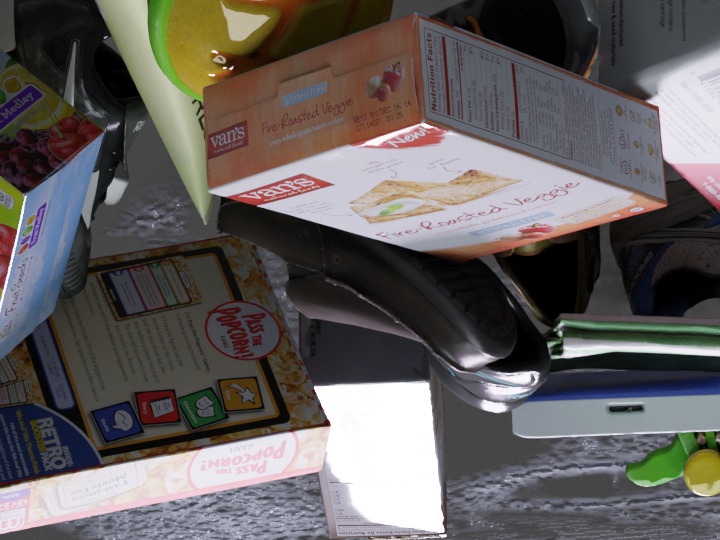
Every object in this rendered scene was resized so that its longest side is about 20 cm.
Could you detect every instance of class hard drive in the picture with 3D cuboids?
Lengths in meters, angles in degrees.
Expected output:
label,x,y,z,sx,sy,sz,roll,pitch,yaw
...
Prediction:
label,x,y,z,sx,sy,sz,roll,pitch,yaw
hard drive,0.165,0.079,1.551,0.132,0.025,0.200,-3,-179,7

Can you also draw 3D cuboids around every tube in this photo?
label,x,y,z,sx,sy,sz,roll,pitch,yaw
tube,-0.098,-0.115,1.331,0.058,0.052,0.200,-36,142,-13

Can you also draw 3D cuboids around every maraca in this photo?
label,x,y,z,sx,sy,sz,roll,pitch,yaw
maraca,-0.049,-0.148,1.225,0.137,0.107,0.200,-41,151,-4

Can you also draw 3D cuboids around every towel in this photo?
label,x,y,z,sx,sy,sz,roll,pitch,yaw
towel,0.177,0.046,1.465,0.152,0.023,0.200,1,174,-1

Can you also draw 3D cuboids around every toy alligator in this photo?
label,x,y,z,sx,sy,sz,roll,pitch,yaw
toy alligator,0.275,0.114,1.675,0.199,0.059,0.054,-1,107,5

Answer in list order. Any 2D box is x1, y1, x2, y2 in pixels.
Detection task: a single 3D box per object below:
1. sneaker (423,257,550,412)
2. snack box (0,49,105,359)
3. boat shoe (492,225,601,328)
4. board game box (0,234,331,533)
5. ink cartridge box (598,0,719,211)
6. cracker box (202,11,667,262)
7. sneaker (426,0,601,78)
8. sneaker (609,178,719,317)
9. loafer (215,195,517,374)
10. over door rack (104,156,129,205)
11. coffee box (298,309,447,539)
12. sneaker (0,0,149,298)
label,x,y,z,sx,sy,sz,roll,pitch,yaw
sneaker,0.035,-0.005,1.423,0.200,0.075,0.079,43,167,-4
snack box,-0.239,-0.066,1.315,0.200,0.068,0.169,39,144,12
boat shoe,0.101,-0.039,1.430,0.072,0.068,0.200,-10,145,18
board game box,-0.135,0.061,1.437,0.199,0.152,0.046,-9,141,-18
ink cartridge box,0.241,-0.117,1.289,0.200,0.084,0.144,-20,140,32
cracker box,0.039,-0.059,1.230,0.134,0.058,0.200,-16,160,38
sneaker,0.037,-0.097,1.315,0.200,0.078,0.077,-25,172,34
sneaker,0.233,-0.018,1.441,0.200,0.085,0.077,-25,138,35
loafer,0.000,0.000,1.364,0.073,0.200,0.071,2,121,-57
over door rack,-0.236,-0.023,1.490,0.147,0.067,0.200,16,131,-20
coffee box,0.009,0.071,1.566,0.079,0.115,0.200,-2,148,4
sneaker,-0.152,-0.069,1.372,0.090,0.067,0.200,-7,125,-3
